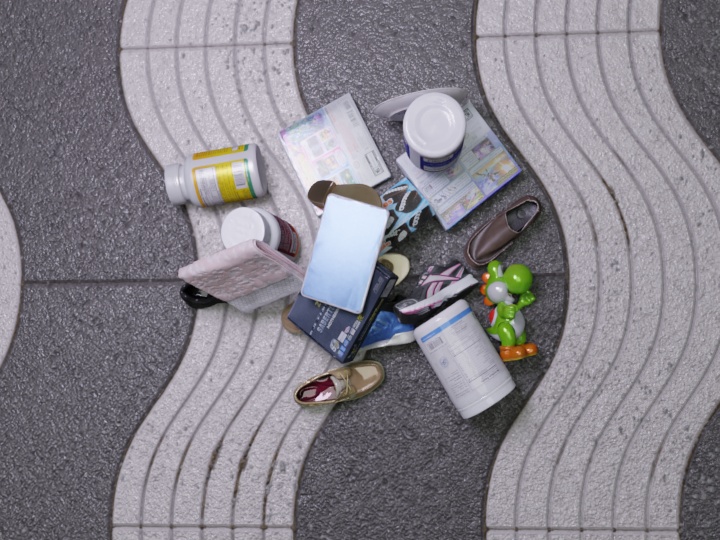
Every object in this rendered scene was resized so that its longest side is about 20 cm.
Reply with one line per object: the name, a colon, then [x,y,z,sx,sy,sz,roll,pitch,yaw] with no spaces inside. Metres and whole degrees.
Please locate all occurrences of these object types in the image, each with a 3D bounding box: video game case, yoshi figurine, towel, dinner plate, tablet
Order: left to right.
towel: [-0.217,0.014,1.507,0.197,0.190,0.033,-20,55,29]
video game case: [-0.057,-0.245,1.667,0.179,0.024,0.203,-28,85,2]
tablet: [-0.029,-0.033,1.485,0.127,0.014,0.205,16,90,12]
dinner plate: [0.121,-0.327,1.572,0.195,0.200,0.025,-9,88,3]
video game case: [0.203,-0.215,1.635,0.198,0.045,0.183,-37,82,1]
yoshi figurine: [0.314,0.073,1.581,0.109,0.112,0.205,-10,82,-13]

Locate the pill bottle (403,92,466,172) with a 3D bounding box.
pill bottle: [0.142,-0.256,1.520,0.116,0.200,0.123,0,85,4]

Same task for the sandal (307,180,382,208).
sandal: [-0.016,-0.129,1.587,0.209,0.070,0.079,21,77,43]

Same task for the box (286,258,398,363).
box: [-0.037,0.053,1.535,0.157,0.051,0.203,37,106,23]

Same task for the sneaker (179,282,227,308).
sneaker: [-0.280,0.039,1.626,0.195,0.091,0.078,-14,84,1]

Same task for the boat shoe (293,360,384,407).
boat shoe: [-0.044,0.237,1.605,0.196,0.066,0.076,-20,84,2]

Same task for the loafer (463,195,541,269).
loafer: [0.289,-0.086,1.605,0.200,0.071,0.073,-45,84,0]

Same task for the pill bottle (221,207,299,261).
pill bottle: [-0.199,-0.063,1.566,0.107,0.200,0.113,-2,83,13]

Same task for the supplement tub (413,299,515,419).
supplement tub: [0.205,0.174,1.561,0.130,0.132,0.203,-31,85,1]

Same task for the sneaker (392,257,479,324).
sneaker: [0.140,0.038,1.593,0.197,0.081,0.087,-22,69,-30]

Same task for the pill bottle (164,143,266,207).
pill bottle: [-0.301,-0.193,1.634,0.195,0.113,0.116,-10,85,3]

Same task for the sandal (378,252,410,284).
sandal: [0.001,0.006,1.619,0.206,0.070,0.080,-7,85,3]

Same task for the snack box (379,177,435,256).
snack box: [0.044,-0.095,1.607,0.198,0.037,0.117,-37,41,0]

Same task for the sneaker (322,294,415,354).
sneaker: [0.012,0.105,1.605,0.195,0.077,0.114,-10,91,-1]

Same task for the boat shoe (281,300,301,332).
boat shoe: [-0.071,0.077,1.620,0.197,0.065,0.073,-24,80,22]
